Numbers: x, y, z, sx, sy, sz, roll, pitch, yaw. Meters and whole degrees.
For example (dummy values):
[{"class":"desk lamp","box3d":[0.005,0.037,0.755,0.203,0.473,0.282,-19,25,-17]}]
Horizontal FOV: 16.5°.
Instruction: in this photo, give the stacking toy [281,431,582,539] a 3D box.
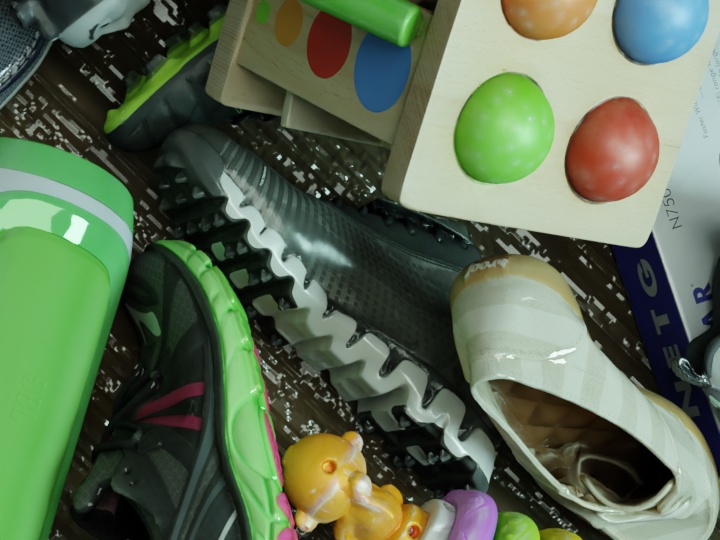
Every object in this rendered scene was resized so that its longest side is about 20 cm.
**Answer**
[{"class":"stacking toy","box3d":[0.047,0.132,0.994,0.200,0.110,0.116,37,71,-12]}]

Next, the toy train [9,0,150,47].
[{"class":"toy train","box3d":[-0.131,-0.184,0.964,0.114,0.085,0.201,-37,96,-16]}]

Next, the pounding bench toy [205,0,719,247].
[{"class":"pounding bench toy","box3d":[0.017,-0.097,0.915,0.199,0.156,0.125,8,106,-38]}]

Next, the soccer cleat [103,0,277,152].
[{"class":"soccer cleat","box3d":[-0.014,-0.091,1.038,0.199,0.067,0.081,-32,96,-20]}]

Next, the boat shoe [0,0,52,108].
[{"class":"boat shoe","box3d":[-0.189,-0.050,0.954,0.200,0.093,0.075,-36,124,-14]}]

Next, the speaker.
[{"class":"speaker","box3d":[-0.149,0.054,0.955,0.088,0.088,0.201,20,69,-13]}]

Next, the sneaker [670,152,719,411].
[{"class":"sneaker","box3d":[0.208,-0.013,1.033,0.140,0.078,0.200,42,73,-8]}]

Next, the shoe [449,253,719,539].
[{"class":"shoe","box3d":[0.091,0.071,1.003,0.200,0.070,0.054,48,29,-42]}]

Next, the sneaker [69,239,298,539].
[{"class":"sneaker","box3d":[-0.074,0.066,0.954,0.083,0.077,0.201,-12,47,-2]}]

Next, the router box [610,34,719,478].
[{"class":"router box","box3d":[0.200,-0.028,1.100,0.178,0.049,0.201,-18,87,-18]}]

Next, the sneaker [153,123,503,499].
[{"class":"sneaker","box3d":[0.000,0.000,1.026,0.200,0.066,0.091,45,66,-16]}]
